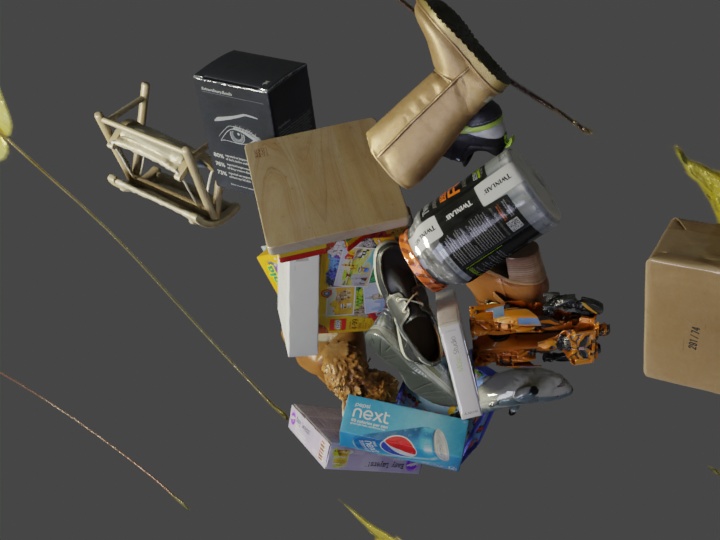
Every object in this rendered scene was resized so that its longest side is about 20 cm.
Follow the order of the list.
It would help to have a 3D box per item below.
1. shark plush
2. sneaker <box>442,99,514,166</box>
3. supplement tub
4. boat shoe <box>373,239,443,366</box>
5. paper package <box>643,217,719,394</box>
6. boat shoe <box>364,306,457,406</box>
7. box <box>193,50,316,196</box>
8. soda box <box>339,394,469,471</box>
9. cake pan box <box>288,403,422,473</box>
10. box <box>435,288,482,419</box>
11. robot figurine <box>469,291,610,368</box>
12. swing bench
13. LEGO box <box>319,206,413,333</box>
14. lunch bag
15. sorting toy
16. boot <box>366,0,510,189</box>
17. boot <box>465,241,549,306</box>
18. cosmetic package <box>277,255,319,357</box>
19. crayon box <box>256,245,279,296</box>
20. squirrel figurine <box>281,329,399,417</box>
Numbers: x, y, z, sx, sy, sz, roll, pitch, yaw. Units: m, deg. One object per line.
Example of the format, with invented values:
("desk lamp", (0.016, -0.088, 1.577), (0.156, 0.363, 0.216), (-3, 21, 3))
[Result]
("shark plush", (0.229, 0.209, 1.593), (0.200, 0.091, 0.083), (-35, 128, 18))
("sneaker", (0.118, -0.175, 1.407), (0.200, 0.072, 0.083), (-4, 121, 42))
("supplement tub", (0.158, -0.063, 1.373), (0.200, 0.123, 0.123), (-35, 99, 19))
("boat shoe", (0.076, 0.049, 1.511), (0.068, 0.072, 0.201), (-150, 40, -70))
("paper package", (0.462, 0.054, 1.285), (0.190, 0.103, 0.201), (12, 129, 30))
("boat shoe", (0.093, 0.142, 1.610), (0.202, 0.065, 0.074), (43, 150, -19))
("box", (-0.155, -0.222, 1.571), (0.148, 0.104, 0.201), (18, 132, 29))
("soda box", (0.070, 0.262, 1.634), (0.199, 0.068, 0.064), (11, 149, 6))
("cake pan box", (-0.012, 0.291, 1.774), (0.200, 0.184, 0.052), (30, 108, 62))
("box", (0.146, 0.120, 1.524), (0.036, 0.200, 0.145), (-13, 103, 7))
("robot figurine", (0.259, 0.094, 1.468), (0.199, 0.058, 0.145), (-2, 137, 10))
("swing bench", (-0.324, -0.181, 1.727), (0.198, 0.130, 0.200), (23, 135, 23))
("LEGO box", (0.000, 0.000, 1.588), (0.148, 0.077, 0.200), (-3, 133, -10))
("lunch bag", (0.148, 0.207, 1.696), (0.150, 0.094, 0.200), (33, 129, 18))
("sorting toy", (-0.049, -0.108, 1.457), (0.070, 0.198, 0.200), (84, 172, -53))
("boot", (0.074, -0.235, 1.335), (0.200, 0.066, 0.175), (-43, 78, 29))
("boot", (0.181, 0.021, 1.510), (0.199, 0.077, 0.156), (0, 131, 17))
("cosmetic package", (-0.098, 0.009, 1.571), (0.151, 0.051, 0.201), (-115, 24, -59))
("crayon box", (-0.092, 0.008, 1.749), (0.200, 0.052, 0.126), (-10, 115, 44))
("squirrel figurine", (-0.019, 0.181, 1.734), (0.200, 0.141, 0.187), (52, 167, 55))
